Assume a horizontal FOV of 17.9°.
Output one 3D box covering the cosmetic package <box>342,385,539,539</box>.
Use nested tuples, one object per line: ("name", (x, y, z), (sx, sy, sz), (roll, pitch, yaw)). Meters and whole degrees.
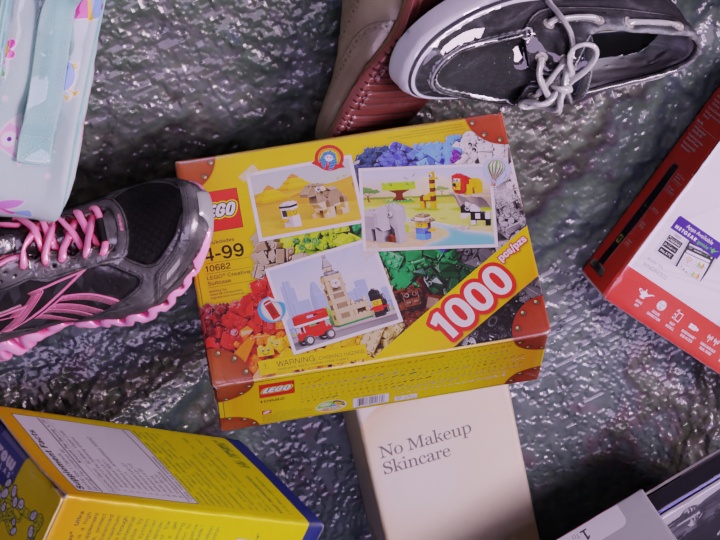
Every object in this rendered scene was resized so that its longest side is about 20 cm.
("cosmetic package", (0.046, 0.103, 1.467), (0.103, 0.073, 0.201), (-17, 114, -7))

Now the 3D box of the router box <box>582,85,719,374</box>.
("router box", (0.276, -0.014, 1.487), (0.200, 0.049, 0.180), (31, 101, -21))

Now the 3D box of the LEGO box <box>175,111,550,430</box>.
("LEGO box", (0.000, 0.000, 1.364), (0.199, 0.149, 0.077), (-9, 157, -5))

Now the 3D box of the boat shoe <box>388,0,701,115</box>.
("boat shoe", (0.114, -0.127, 1.365), (0.199, 0.068, 0.074), (-9, 135, -31))

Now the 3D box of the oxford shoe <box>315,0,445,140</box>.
("oxford shoe", (0.018, -0.155, 1.376), (0.070, 0.075, 0.200), (-5, 132, -51))

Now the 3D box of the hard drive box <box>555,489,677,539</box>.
("hard drive box", (0.149, 0.246, 1.461), (0.156, 0.077, 0.200), (-30, 148, -2))

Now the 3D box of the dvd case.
("dvd case", (0.177, 0.204, 1.521), (0.200, 0.025, 0.150), (-30, 147, 0))

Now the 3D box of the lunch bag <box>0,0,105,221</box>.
("lunch bag", (-0.190, -0.135, 1.274), (0.077, 0.160, 0.201), (6, 110, -15))

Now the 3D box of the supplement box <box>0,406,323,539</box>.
("supplement box", (-0.144, 0.164, 1.390), (0.200, 0.109, 0.110), (12, 109, -41))

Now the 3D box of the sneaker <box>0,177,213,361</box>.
("sneaker", (-0.180, -0.006, 1.325), (0.200, 0.079, 0.095), (-23, 151, 22))
